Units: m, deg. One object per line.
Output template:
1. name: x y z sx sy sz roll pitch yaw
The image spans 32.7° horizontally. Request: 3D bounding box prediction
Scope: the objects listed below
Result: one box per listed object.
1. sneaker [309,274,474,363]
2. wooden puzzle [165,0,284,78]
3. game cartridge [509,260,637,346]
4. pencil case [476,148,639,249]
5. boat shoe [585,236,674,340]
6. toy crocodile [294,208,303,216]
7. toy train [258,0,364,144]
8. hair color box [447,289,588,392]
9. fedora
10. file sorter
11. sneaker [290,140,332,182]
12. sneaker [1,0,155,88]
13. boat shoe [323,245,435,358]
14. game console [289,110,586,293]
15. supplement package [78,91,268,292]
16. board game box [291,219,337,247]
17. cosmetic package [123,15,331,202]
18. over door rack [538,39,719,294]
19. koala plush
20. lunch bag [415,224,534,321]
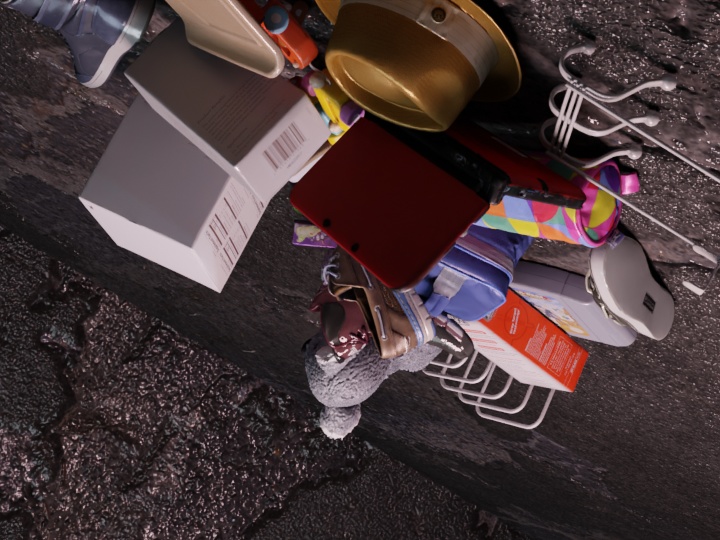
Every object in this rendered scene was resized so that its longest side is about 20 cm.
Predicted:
1. sneaker: 0.027 0.075 1.442 0.199 0.116 0.076 33 169 11
2. wooden puzzle: -0.160 -0.267 1.080 0.185 0.037 0.200 31 164 49
3. game cartridge: 0.228 0.035 1.508 0.199 0.042 0.133 13 164 44
4. pencil case: 0.158 -0.075 1.162 0.199 0.089 0.088 15 161 42
5. boat shoe: 0.273 0.020 1.304 0.063 0.071 0.200 14 162 36
6. toy crocodile: -0.018 -0.086 1.465 0.062 0.068 0.199 33 167 -35
7. toy train: -0.046 -0.196 1.178 0.150 0.056 0.200 46 172 2
8. hair color box: 0.184 0.077 1.540 0.199 0.062 0.101 35 163 -33
9. fedora: 0.036 -0.176 1.025 0.199 0.082 0.201 25 166 7
10. file sorter: 0.172 0.114 1.701 0.138 0.125 0.200 9 156 49
11. sneaker: -0.009 -0.112 1.353 0.108 0.071 0.200 33 161 -17
12. sneaker: -0.314 -0.270 1.306 0.145 0.078 0.202 20 159 -21
13. boat shoe: 0.000 0.000 1.297 0.201 0.072 0.072 57 165 15
14. game console: 0.066 -0.065 1.081 0.171 0.120 0.200 8 -158 -39
15. supplement package: -0.193 -0.112 1.413 0.150 0.201 0.151 23 165 14
16. board game box: -0.025 -0.044 1.515 0.119 0.033 0.200 10 -177 -3
17. cosmetic package: -0.133 -0.166 1.212 0.200 0.102 0.074 41 173 35
18. over door rack: 0.235 -0.086 0.982 0.200 0.067 0.148 46 170 14
19. koala plush: -0.001 0.100 1.564 0.182 0.200 0.179 19 130 17
20. lunch bag: 0.100 -0.021 1.345 0.135 0.133 0.200 27 165 -2
